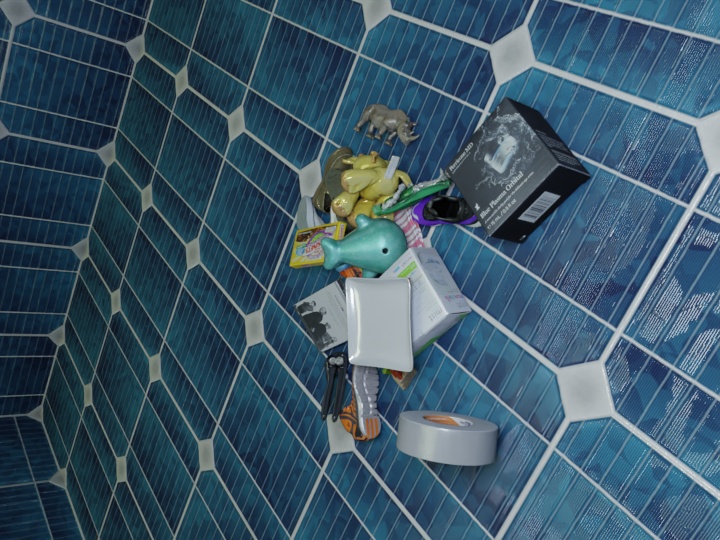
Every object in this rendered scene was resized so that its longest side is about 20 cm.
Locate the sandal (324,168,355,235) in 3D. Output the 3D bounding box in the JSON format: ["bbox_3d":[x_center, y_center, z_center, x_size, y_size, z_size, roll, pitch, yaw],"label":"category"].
[{"bbox_3d":[-0.040,-0.162,1.629,0.076,0.043,0.201,-30,79,14],"label":"sandal"}]

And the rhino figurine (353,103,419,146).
[{"bbox_3d":[0.072,-0.357,1.596,0.200,0.060,0.088,30,97,42],"label":"rhino figurine"}]

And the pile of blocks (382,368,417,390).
[{"bbox_3d":[0.063,0.186,1.540,0.082,0.062,0.201,-40,57,37],"label":"pile of blocks"}]

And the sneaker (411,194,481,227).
[{"bbox_3d":[0.172,-0.137,1.428,0.200,0.099,0.070,5,87,47],"label":"sneaker"}]

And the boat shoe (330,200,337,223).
[{"bbox_3d":[-0.039,-0.133,1.693,0.069,0.071,0.201,16,104,27],"label":"boat shoe"}]

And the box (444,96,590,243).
[{"bbox_3d":[0.302,-0.195,1.282,0.197,0.117,0.201,-50,51,32],"label":"box"}]

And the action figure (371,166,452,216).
[{"bbox_3d":[0.110,-0.170,1.453,0.199,0.118,0.055,-25,90,26],"label":"action figure"}]

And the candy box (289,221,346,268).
[{"bbox_3d":[-0.111,-0.063,1.649,0.200,0.026,0.103,-7,70,52],"label":"candy box"}]

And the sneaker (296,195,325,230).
[{"bbox_3d":[-0.127,-0.120,1.783,0.073,0.070,0.201,-48,43,41],"label":"sneaker"}]

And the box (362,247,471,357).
[{"bbox_3d":[0.117,0.076,1.452,0.200,0.096,0.177,-46,62,35],"label":"box"}]

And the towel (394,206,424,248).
[{"bbox_3d":[0.090,-0.053,1.563,0.146,0.030,0.201,-34,62,41],"label":"towel"}]

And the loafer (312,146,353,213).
[{"bbox_3d":[-0.064,-0.235,1.727,0.068,0.076,0.201,54,133,36],"label":"loafer"}]

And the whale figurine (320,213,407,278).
[{"bbox_3d":[0.011,-0.048,1.485,0.104,0.199,0.160,-131,34,-73],"label":"whale figurine"}]

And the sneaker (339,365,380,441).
[{"bbox_3d":[-0.011,0.318,1.596,0.112,0.077,0.201,-29,56,52],"label":"sneaker"}]

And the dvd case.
[{"bbox_3d":[-0.080,0.121,1.681,0.200,0.025,0.151,-29,90,45],"label":"dvd case"}]

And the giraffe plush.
[{"bbox_3d":[0.020,-0.216,1.558,0.200,0.172,0.162,-51,27,18],"label":"giraffe plush"}]

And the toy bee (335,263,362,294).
[{"bbox_3d":[0.000,0.000,1.605,0.108,0.131,0.200,-28,38,0],"label":"toy bee"}]

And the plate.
[{"bbox_3d":[0.047,0.115,1.437,0.199,0.032,0.201,-1,91,47],"label":"plate"}]

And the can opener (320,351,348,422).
[{"bbox_3d":[-0.063,0.291,1.633,0.079,0.063,0.201,82,-172,-46],"label":"can opener"}]

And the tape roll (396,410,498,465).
[{"bbox_3d":[0.173,0.332,1.299,0.200,0.200,0.067,4,87,48],"label":"tape roll"}]
